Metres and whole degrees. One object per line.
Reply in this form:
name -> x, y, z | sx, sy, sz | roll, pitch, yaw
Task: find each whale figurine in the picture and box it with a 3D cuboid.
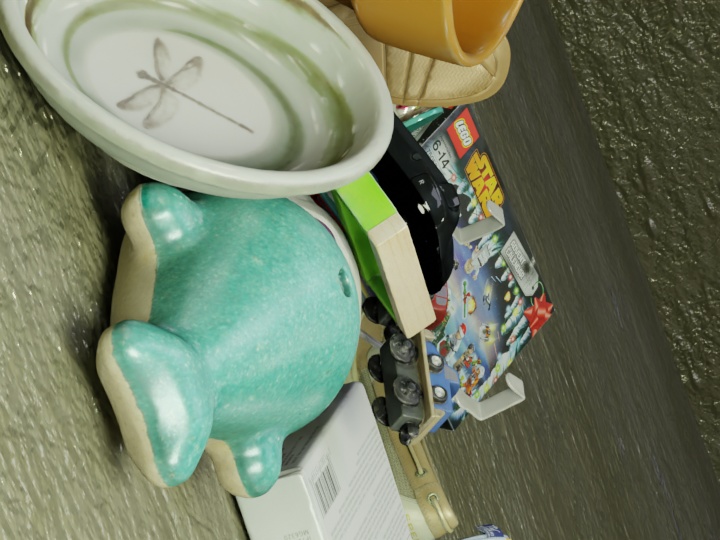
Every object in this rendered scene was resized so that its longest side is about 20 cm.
whale figurine -> -0.060, 0.030, 1.047 | 0.200, 0.103, 0.160 | -53, 125, -73

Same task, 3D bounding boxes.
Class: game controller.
game controller -> -0.011, -0.077, 1.210 | 0.200, 0.042, 0.105 | 54, -21, 25

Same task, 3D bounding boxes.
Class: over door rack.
over door rack -> 0.000, 0.000, 1.317 | 0.199, 0.067, 0.148 | 24, 45, -32

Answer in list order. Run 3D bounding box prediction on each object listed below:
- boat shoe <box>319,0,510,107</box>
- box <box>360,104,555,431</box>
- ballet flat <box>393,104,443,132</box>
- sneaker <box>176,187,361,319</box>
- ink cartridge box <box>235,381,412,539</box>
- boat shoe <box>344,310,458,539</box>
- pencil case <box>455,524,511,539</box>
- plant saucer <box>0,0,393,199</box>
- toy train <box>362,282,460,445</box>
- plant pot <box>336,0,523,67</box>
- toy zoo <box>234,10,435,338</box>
boat shoe -> -0.010, -0.146, 1.316 | 0.069, 0.199, 0.071 | -84, -174, -74
box -> 0.058, -0.006, 1.588 | 0.137, 0.040, 0.201 | -48, 129, -30
ballet flat -> -0.007, -0.094, 1.411 | 0.064, 0.075, 0.200 | 63, -22, 4
sneaker -> -0.055, -0.037, 1.186 | 0.201, 0.075, 0.100 | 62, 7, -10
ink cartridge box -> -0.005, 0.168, 1.244 | 0.200, 0.043, 0.174 | -49, 122, -76
boat shoe -> 0.027, 0.097, 1.429 | 0.201, 0.063, 0.073 | -90, 160, -52
pencil case -> 0.077, 0.262, 1.380 | 0.091, 0.083, 0.201 | 7, 66, -55
plant saucer -> -0.083, -0.090, 1.061 | 0.201, 0.199, 0.050 | -90, -157, -53
toy train -> 0.026, 0.012, 1.245 | 0.046, 0.034, 0.201 | 15, 49, -25
plant pot -> -0.005, -0.223, 1.155 | 0.200, 0.182, 0.201 | 15, 90, -74
toy zoo -> -0.030, -0.067, 1.178 | 0.200, 0.020, 0.131 | 54, -6, 23
